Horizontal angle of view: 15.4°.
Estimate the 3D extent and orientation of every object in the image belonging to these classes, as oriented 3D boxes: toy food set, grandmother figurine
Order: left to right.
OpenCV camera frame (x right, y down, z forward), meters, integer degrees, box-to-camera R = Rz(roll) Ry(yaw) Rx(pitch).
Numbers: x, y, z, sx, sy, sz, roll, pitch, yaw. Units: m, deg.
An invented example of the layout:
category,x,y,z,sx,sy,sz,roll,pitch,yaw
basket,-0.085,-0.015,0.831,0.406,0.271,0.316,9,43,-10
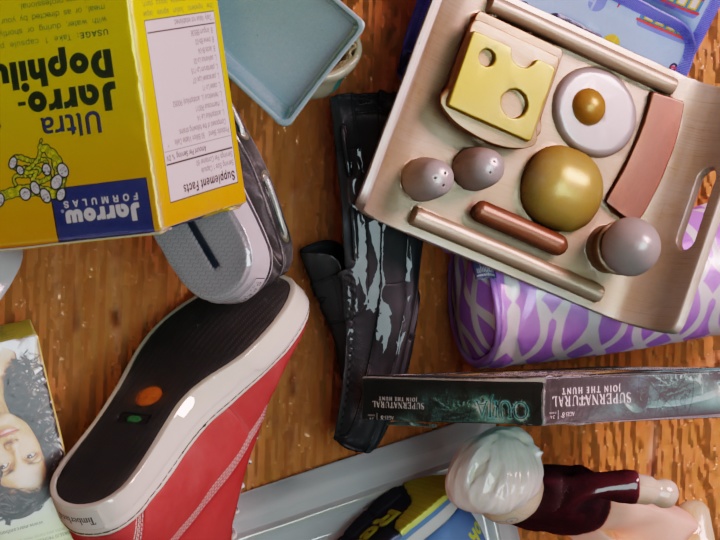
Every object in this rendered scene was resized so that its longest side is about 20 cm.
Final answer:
category,x,y,z,sx,sy,sz,roll,pitch,yaw
toy food set,0.107,-0.067,1.437,0.199,0.060,0.144,23,82,-19
grandmother figurine,0.121,0.132,1.490,0.199,0.121,0.061,22,54,-46

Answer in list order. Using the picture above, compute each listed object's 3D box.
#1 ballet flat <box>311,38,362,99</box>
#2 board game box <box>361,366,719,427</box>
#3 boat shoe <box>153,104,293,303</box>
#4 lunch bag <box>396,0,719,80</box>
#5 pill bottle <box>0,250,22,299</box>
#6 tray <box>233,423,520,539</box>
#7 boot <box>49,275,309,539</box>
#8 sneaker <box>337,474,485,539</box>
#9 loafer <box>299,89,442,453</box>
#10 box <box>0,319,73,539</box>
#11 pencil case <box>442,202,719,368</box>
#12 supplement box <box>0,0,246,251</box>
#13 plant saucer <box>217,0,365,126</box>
category,x,y,z,sx,sy,sz,roll,pitch,yaw
ballet flat,-0.075,-0.167,1.427,0.200,0.069,0.070,41,81,-20
board game box,0.118,0.068,1.455,0.199,0.135,0.028,0,89,-43
boat shoe,-0.100,-0.074,1.427,0.072,0.071,0.201,-25,85,23
lunch bag,0.117,-0.159,1.503,0.150,0.094,0.201,19,101,-22
pill bottle,-0.270,-0.045,1.341,0.200,0.112,0.112,44,80,-21
tray,0.001,0.161,1.517,0.199,0.022,0.108,-17,103,-19
boot,-0.079,0.109,1.452,0.200,0.072,0.145,-52,135,-33
sneaker,-0.004,0.202,1.470,0.200,0.074,0.082,-39,110,-12
loafer,0.000,0.000,1.480,0.070,0.068,0.202,7,98,-1
box,-0.185,0.133,1.422,0.075,0.050,0.201,-15,102,-8
pencil case,0.142,0.004,1.526,0.199,0.084,0.086,-5,57,-21
supplement box,-0.139,-0.118,1.334,0.109,0.109,0.201,-6,96,21
plant saucer,-0.089,-0.165,1.380,0.200,0.019,0.070,42,106,8
